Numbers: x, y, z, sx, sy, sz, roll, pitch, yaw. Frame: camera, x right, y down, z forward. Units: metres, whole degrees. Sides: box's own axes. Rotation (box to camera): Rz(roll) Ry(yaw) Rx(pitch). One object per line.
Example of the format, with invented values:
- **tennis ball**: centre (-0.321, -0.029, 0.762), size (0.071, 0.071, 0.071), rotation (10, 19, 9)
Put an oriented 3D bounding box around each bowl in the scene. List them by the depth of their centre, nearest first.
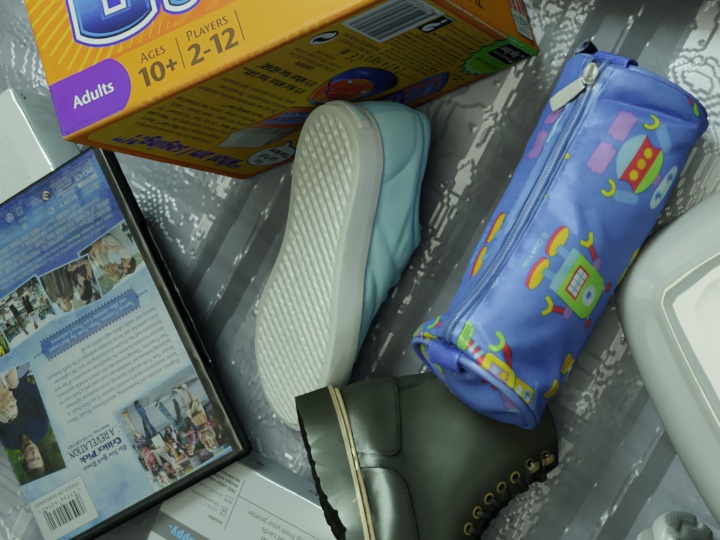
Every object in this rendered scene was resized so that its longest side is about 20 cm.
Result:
- **bowl**: centre (0.233, 0.038, 0.819), size (0.199, 0.075, 0.201), rotation (-30, 76, 20)

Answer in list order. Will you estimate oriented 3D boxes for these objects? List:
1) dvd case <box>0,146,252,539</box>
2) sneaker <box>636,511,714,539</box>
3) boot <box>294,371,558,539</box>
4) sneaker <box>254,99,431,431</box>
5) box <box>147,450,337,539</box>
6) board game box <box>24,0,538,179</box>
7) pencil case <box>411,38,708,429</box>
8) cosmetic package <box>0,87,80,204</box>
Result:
- **dvd case**: centre (-0.163, 0.047, 0.960), size (0.142, 0.018, 0.201), rotation (-29, 81, 17)
- **sneaker**: centre (0.186, 0.227, 0.841), size (0.082, 0.074, 0.201), rotation (-38, 67, 31)
- **boot**: centre (0.058, 0.140, 0.863), size (0.137, 0.078, 0.202), rotation (-17, 76, -7)
- **sneaker**: centre (0.000, 0.000, 0.919), size (0.074, 0.081, 0.201), rotation (43, 129, 39)
- **box**: centre (-0.066, 0.217, 0.951), size (0.155, 0.041, 0.201), rotation (26, 99, 21)
- **board game box**: centre (-0.051, -0.184, 0.874), size (0.199, 0.200, 0.201), rotation (-21, 80, 20)
- **pencil case**: centre (0.101, -0.021, 0.843), size (0.078, 0.087, 0.201), rotation (20, 76, 47)
- **cosmetic package**: centre (-0.243, 0.007, 1.026), size (0.199, 0.052, 0.152), rotation (-34, 75, 17)
